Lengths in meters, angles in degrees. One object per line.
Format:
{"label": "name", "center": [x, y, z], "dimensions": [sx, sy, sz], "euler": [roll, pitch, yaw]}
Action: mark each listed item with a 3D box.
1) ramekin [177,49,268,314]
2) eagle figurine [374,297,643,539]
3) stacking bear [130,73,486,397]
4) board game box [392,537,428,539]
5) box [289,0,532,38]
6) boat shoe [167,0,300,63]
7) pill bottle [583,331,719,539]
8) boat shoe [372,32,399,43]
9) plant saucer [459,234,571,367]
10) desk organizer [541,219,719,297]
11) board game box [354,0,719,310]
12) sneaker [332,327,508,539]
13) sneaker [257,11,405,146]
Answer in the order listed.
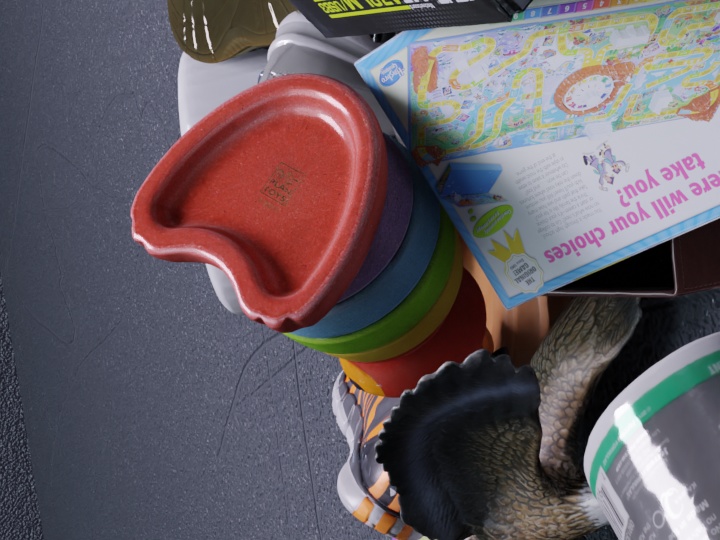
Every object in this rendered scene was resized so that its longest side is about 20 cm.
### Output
{"label": "ramekin", "center": [-0.053, -0.066, 1.140], "dimensions": [0.200, 0.097, 0.202], "euler": [-9, -90, -87]}
{"label": "eagle figurine", "center": [0.091, 0.099, 0.906], "dimensions": [0.152, 0.150, 0.201], "euler": [-92, -14, -70]}
{"label": "stacking bear", "center": [0.000, 0.000, 0.861], "dimensions": [0.121, 0.114, 0.200], "euler": [30, 171, 34]}
{"label": "board game box", "center": [0.070, 0.186, 1.149], "dimensions": [0.200, 0.032, 0.121], "euler": [-130, 38, -54]}
{"label": "box", "center": [0.066, -0.186, 0.735], "dimensions": [0.047, 0.200, 0.193], "euler": [42, 169, -18]}
{"label": "boat shoe", "center": [-0.054, -0.161, 1.041], "dimensions": [0.201, 0.066, 0.072], "euler": [8, 104, 61]}
{"label": "pill bottle", "center": [0.179, 0.129, 0.696], "dimensions": [0.113, 0.113, 0.200], "euler": [100, 151, -46]}
{"label": "boat shoe", "center": [0.016, -0.080, 1.007], "dimensions": [0.074, 0.068, 0.200], "euler": [-127, 49, -59]}
{"label": "plant saucer", "center": [0.066, 0.000, 1.053], "dimensions": [0.200, 0.032, 0.201], "euler": [168, 90, -70]}
{"label": "desk organizer", "center": [0.115, -0.086, 0.804], "dimensions": [0.072, 0.077, 0.201], "euler": [-161, 62, -67]}
{"label": "board game box", "center": [0.102, -0.075, 0.738], "dimensions": [0.200, 0.034, 0.135], "euler": [-26, 98, 46]}
{"label": "sneaker", "center": [0.040, 0.067, 1.022], "dimensions": [0.112, 0.077, 0.200], "euler": [-60, 13, 17]}
{"label": "sneaker", "center": [0.030, -0.057, 0.927], "dimensions": [0.199, 0.082, 0.075], "euler": [25, 157, 12]}
